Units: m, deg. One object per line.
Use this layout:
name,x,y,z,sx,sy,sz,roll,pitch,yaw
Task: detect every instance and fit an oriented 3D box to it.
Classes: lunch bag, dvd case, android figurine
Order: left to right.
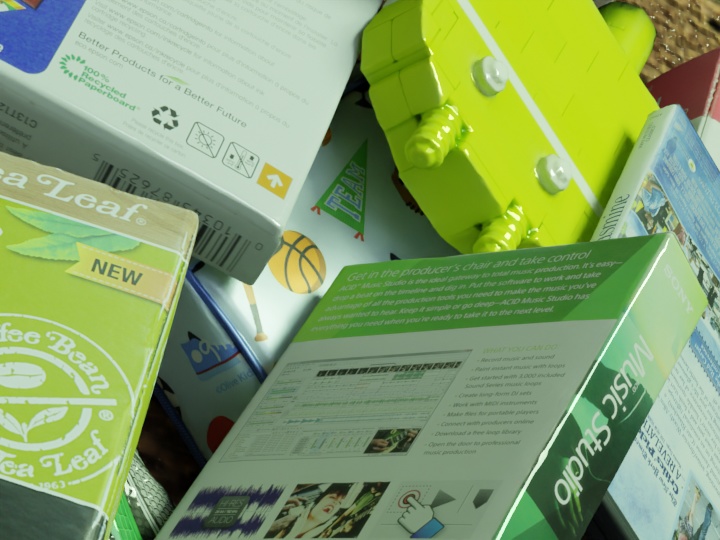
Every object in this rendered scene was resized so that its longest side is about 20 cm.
lunch bag,0.000,0.000,0.881,0.200,0.075,0.161,-35,92,-41
android figurine,0.064,-0.074,0.877,0.182,0.041,0.200,56,34,-16
dvd case,0.124,0.046,0.846,0.143,0.017,0.200,56,36,-21

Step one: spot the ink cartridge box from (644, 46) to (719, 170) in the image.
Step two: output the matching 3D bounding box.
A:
ink cartridge box,0.162,0.026,0.990,0.146,0.083,0.201,38,53,-21

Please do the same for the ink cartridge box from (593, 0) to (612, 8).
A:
ink cartridge box,0.125,-0.240,1.093,0.161,0.050,0.200,53,46,-9

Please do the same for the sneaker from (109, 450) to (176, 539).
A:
sneaker,-0.070,0.121,0.788,0.085,0.078,0.201,-42,109,-47

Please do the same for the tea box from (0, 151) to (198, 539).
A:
tea box,-0.169,0.060,0.611,0.199,0.134,0.197,17,40,-4

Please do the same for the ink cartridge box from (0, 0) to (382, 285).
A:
ink cartridge box,-0.091,-0.117,0.834,0.197,0.047,0.200,27,45,-6

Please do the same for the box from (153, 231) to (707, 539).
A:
box,0.011,0.068,0.718,0.036,0.144,0.200,57,48,-28
